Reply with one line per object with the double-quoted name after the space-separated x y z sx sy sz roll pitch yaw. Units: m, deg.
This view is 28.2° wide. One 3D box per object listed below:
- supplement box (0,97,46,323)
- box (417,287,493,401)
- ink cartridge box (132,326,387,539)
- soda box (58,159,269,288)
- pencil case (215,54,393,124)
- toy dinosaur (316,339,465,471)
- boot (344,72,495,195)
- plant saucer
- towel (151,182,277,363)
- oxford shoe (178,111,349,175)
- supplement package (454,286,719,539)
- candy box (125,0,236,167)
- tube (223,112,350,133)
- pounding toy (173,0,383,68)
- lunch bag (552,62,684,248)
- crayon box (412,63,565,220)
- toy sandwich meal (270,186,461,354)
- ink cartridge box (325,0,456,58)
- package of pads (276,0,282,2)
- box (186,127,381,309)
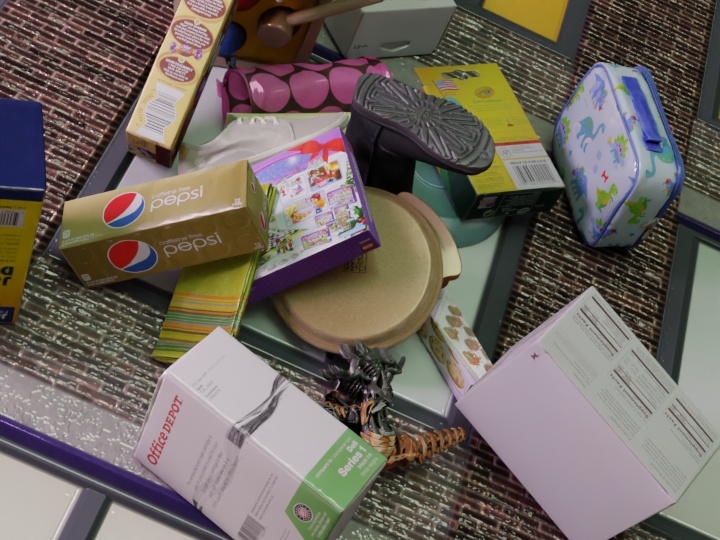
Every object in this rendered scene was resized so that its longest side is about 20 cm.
-0.360 -0.054 1.325 0.108 0.201 0.110 3 51 -20 "supplement box"
0.081 0.049 1.542 0.038 0.042 0.201 -12 60 -31 "box"
-0.095 0.169 1.296 0.199 0.147 0.084 38 47 9 "ink cartridge box"
-0.192 -0.045 1.414 0.198 0.068 0.064 -13 49 12 "soda box"
-0.065 -0.207 1.660 0.198 0.092 0.093 -7 19 -30 "pencil case"
0.000 0.154 1.407 0.199 0.102 0.137 16 61 -34 "toy dinosaur"
0.052 -0.109 1.529 0.164 0.200 0.066 32 61 9 "boot"
0.085 -0.114 1.685 0.198 0.028 0.201 12 49 -14 "plant saucer"
-0.146 0.001 1.432 0.085 0.018 0.202 3 64 25 "towel"
-0.106 -0.141 1.533 0.198 0.075 0.058 -19 94 -11 "oxford shoe"
0.224 0.150 1.419 0.200 0.156 0.111 50 49 3 "supplement package"
-0.188 -0.219 1.530 0.056 0.117 0.202 21 83 -5 "candy box"
-0.061 -0.152 1.607 0.198 0.052 0.059 -5 98 -21 "tube"
-0.099 -0.315 1.661 0.198 0.185 0.143 7 51 -18 "pounding toy"
0.307 -0.138 1.709 0.082 0.161 0.201 3 51 -20 "lunch bag"
0.143 -0.155 1.691 0.126 0.051 0.201 -6 56 -27 "crayon box"
0.000 0.000 1.504 0.203 0.070 0.207 0 70 1 "toy sandwich meal"
0.012 -0.372 1.823 0.143 0.085 0.201 -10 59 -30 "ink cartridge box"
-0.125 -0.389 1.564 0.199 0.076 0.121 34 54 14 "package of pads"
-0.088 -0.047 1.468 0.198 0.039 0.138 -23 56 11 "box"
